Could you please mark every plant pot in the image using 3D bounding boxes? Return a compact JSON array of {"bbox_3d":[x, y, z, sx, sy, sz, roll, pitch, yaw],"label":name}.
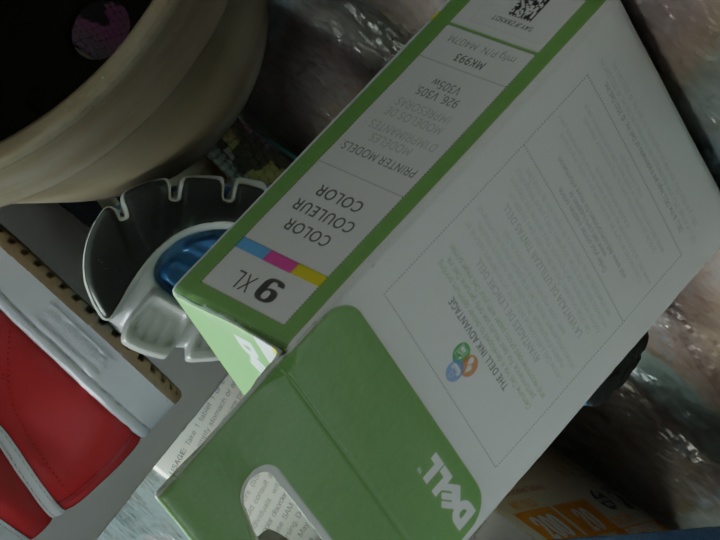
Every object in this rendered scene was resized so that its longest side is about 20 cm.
[{"bbox_3d":[-0.110,-0.100,0.890,0.200,0.200,0.174,35,179,20],"label":"plant pot"}]

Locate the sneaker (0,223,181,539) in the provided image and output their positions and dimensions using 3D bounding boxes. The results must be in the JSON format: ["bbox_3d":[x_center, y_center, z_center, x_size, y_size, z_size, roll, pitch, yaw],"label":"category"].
[{"bbox_3d":[-0.168,0.018,0.958,0.200,0.112,0.071,40,176,18],"label":"sneaker"}]

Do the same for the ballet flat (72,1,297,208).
[{"bbox_3d":[-0.069,-0.038,1.095,0.200,0.071,0.069,46,146,-15],"label":"ballet flat"}]

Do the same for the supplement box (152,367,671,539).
[{"bbox_3d":[0.012,0.084,1.138,0.200,0.074,0.126,34,-166,21],"label":"supplement box"}]

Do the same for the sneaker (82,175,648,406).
[{"bbox_3d":[0.000,0.000,0.962,0.200,0.075,0.087,11,-177,-15],"label":"sneaker"}]

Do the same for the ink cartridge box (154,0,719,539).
[{"bbox_3d":[0.014,0.015,0.831,0.059,0.200,0.104,23,155,46],"label":"ink cartridge box"}]

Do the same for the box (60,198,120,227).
[{"bbox_3d":[-0.182,0.010,1.332,0.200,0.148,0.107,17,150,54],"label":"box"}]

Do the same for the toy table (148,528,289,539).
[{"bbox_3d":[-0.052,0.191,1.105,0.184,0.117,0.200,36,154,17],"label":"toy table"}]

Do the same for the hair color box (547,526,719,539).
[{"bbox_3d":[0.102,0.136,0.988,0.200,0.061,0.100,-4,151,6],"label":"hair color box"}]

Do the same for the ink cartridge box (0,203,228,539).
[{"bbox_3d":[-0.171,0.010,1.066,0.200,0.125,0.129,36,176,19],"label":"ink cartridge box"}]
